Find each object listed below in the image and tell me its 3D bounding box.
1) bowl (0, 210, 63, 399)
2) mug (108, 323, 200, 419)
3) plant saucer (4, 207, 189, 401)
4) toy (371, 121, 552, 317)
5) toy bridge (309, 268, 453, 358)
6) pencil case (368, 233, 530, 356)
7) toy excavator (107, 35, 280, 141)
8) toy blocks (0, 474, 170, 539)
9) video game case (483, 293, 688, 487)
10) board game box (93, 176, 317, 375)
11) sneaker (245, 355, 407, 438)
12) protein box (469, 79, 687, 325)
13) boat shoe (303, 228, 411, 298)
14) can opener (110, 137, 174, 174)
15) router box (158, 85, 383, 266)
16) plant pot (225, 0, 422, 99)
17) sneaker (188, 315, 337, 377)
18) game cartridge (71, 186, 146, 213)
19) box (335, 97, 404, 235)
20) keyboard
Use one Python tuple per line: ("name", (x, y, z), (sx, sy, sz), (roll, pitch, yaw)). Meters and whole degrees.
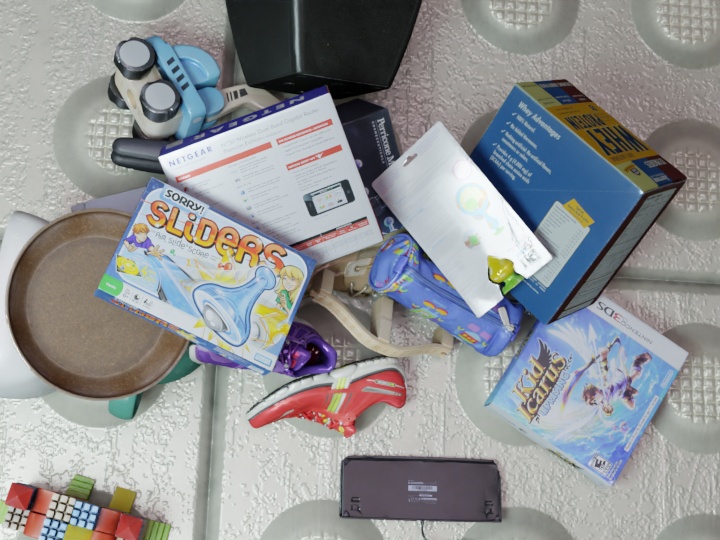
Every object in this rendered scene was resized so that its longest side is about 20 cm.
("bowl", (-0.354, 0.047, 1.256), (0.074, 0.200, 0.201), (10, 78, -3))
("mug", (-0.232, 0.063, 1.279), (0.151, 0.114, 0.186), (-14, 80, -10))
("plant saucer", (-0.273, 0.036, 1.180), (0.200, 0.037, 0.201), (3, 83, -25))
("toy", (0.119, -0.060, 1.292), (0.115, 0.047, 0.200), (-41, 81, 25))
("toy bridge", (0.024, 0.064, 1.347), (0.199, 0.027, 0.067), (24, 51, -23))
("pencil case", (0.107, 0.032, 1.350), (0.200, 0.087, 0.078), (30, 80, -21))
("toy excavator", (-0.187, -0.216, 1.398), (0.199, 0.100, 0.195), (-26, 78, -25))
("toy blocks", (-0.316, 0.279, 1.244), (0.199, 0.137, 0.100), (17, 76, -3))
("video game case", (0.282, 0.136, 1.401), (0.181, 0.045, 0.200), (34, 76, 2))
("board game box", (-0.160, 0.007, 1.184), (0.199, 0.034, 0.136), (26, 69, -13))
("sneaker", (-0.036, 0.162, 1.340), (0.199, 0.077, 0.085), (-15, 85, -10))
("protein box", (0.230, -0.084, 1.321), (0.199, 0.200, 0.135), (44, 32, 21))
("boat shoe", (0.000, 0.000, 1.380), (0.199, 0.071, 0.065), (-24, 82, -12))
("can opener", (-0.204, -0.130, 1.371), (0.199, 0.063, 0.079), (14, 57, -17))
("router box", (-0.096, -0.084, 1.240), (0.199, 0.049, 0.180), (-20, 110, 1))
("plant pot", (-0.047, -0.308, 1.364), (0.199, 0.199, 0.178), (2, 90, -33))
("sneaker", (-0.102, 0.081, 1.258), (0.200, 0.083, 0.081), (7, 103, -46))
("game cartridge", (-0.263, 0.001, 1.365), (0.133, 0.042, 0.201), (-14, 80, -14))
("box", (-0.055, -0.101, 1.344), (0.199, 0.107, 0.149), (-22, 111, -14))
("keyboard", (0.073, 0.289, 1.354), (0.199, 0.021, 0.128), (3, 72, -6))
